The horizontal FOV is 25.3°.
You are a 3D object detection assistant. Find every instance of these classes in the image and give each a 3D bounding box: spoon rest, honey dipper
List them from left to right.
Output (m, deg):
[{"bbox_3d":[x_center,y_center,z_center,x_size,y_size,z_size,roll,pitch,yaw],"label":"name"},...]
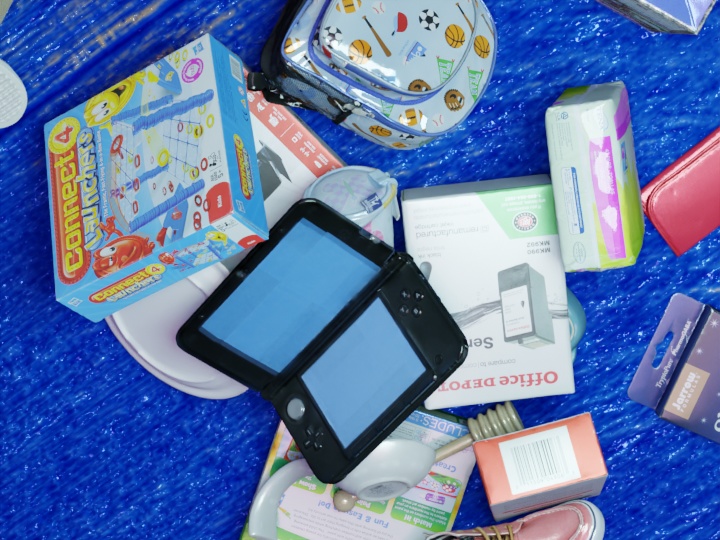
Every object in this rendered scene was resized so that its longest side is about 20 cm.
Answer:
[{"bbox_3d":[-0.021,0.197,1.512,0.200,0.099,0.061,-26,58,24],"label":"spoon rest"},{"bbox_3d":[0.064,0.185,1.548,0.200,0.038,0.038,-28,98,9],"label":"honey dipper"}]

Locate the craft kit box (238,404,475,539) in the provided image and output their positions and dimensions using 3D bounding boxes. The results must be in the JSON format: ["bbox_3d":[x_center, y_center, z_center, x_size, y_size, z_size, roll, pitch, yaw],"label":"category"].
[{"bbox_3d":[0.000,0.216,1.590,0.199,0.049,0.198,19,97,-3],"label":"craft kit box"}]

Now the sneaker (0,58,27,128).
[{"bbox_3d":[-0.412,-0.199,1.511,0.200,0.079,0.079,21,106,-28],"label":"sneaker"}]

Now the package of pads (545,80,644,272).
[{"bbox_3d":[0.217,-0.086,1.456,0.068,0.200,0.155,-7,100,15],"label":"package of pads"}]

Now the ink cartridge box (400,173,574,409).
[{"bbox_3d":[0.120,0.019,1.496,0.145,0.084,0.201,-7,100,2],"label":"ink cartridge box"}]

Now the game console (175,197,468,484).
[{"bbox_3d":[-0.036,0.067,1.412,0.200,0.118,0.171,-46,60,23],"label":"game console"}]

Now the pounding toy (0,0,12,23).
[{"bbox_3d":[-0.352,-0.335,1.467,0.184,0.142,0.200,32,109,-4],"label":"pounding toy"}]

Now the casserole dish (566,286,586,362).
[{"bbox_3d":[0.133,0.033,1.560,0.121,0.039,0.200,-43,98,7],"label":"casserole dish"}]

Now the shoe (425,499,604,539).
[{"bbox_3d":[0.132,0.273,1.525,0.200,0.072,0.091,-35,139,21],"label":"shoe"}]

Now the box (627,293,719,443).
[{"bbox_3d":[0.376,0.115,1.576,0.200,0.032,0.121,23,99,-2],"label":"box"}]

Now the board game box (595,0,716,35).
[{"bbox_3d":[0.235,-0.290,1.422,0.159,0.200,0.097,28,98,-5],"label":"board game box"}]

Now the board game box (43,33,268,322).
[{"bbox_3d":[-0.188,-0.083,1.441,0.195,0.056,0.200,-25,56,22],"label":"board game box"}]

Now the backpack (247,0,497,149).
[{"bbox_3d":[0.029,-0.209,1.457,0.190,0.154,0.200,31,79,-20],"label":"backpack"}]

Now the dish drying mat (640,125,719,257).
[{"bbox_3d":[0.363,-0.104,1.545,0.200,0.018,0.077,-39,98,6],"label":"dish drying mat"}]

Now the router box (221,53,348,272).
[{"bbox_3d":[-0.113,-0.075,1.537,0.200,0.049,0.180,44,97,-7],"label":"router box"}]

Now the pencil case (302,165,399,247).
[{"bbox_3d":[0.000,0.000,1.496,0.091,0.083,0.200,-34,134,-31],"label":"pencil case"}]

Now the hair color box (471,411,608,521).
[{"bbox_3d":[0.168,0.186,1.501,0.111,0.200,0.064,-15,75,2],"label":"hair color box"}]

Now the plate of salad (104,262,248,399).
[{"bbox_3d":[-0.171,0.035,1.521,0.200,0.048,0.200,20,132,23],"label":"plate of salad"}]
